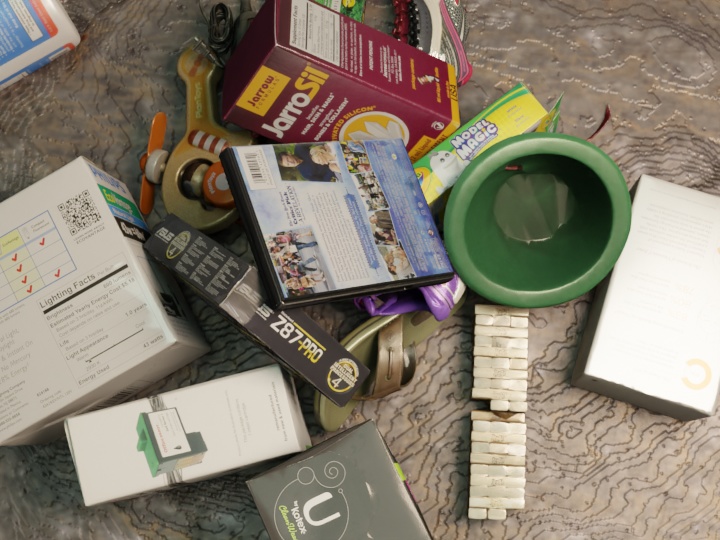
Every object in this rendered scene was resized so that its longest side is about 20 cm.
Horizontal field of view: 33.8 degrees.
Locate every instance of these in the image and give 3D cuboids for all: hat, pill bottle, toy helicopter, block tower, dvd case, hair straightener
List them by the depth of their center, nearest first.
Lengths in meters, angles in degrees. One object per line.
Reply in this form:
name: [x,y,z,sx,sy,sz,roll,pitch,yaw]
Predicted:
dvd case: [-0.016,-0.044,1.016,0.199,0.018,0.143,-8,72,-41]
block tower: [0.132,0.136,1.142,0.054,0.058,0.201,3,81,3]
hat: [0.161,-0.070,1.147,0.199,0.176,0.166,4,109,-10]
hair straightener: [-0.129,-0.227,1.188,0.077,0.041,0.201,20,51,-33]
toy helicopter: [-0.167,-0.132,1.196,0.132,0.079,0.201,-9,74,14]
pill bottle: [-0.396,-0.230,1.200,0.200,0.112,0.113,-31,80,-5]

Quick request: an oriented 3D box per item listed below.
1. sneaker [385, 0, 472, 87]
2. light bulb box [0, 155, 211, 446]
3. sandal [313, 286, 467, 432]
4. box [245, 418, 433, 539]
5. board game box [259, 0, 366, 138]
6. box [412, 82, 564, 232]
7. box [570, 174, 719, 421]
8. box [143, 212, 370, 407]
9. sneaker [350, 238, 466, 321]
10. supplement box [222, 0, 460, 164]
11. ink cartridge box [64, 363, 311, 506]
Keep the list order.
sneaker: [0.073,-0.280,1.218,0.074,0.081,0.201,7,79,-26]
light bulb box: [-0.283,0.033,1.132,0.198,0.125,0.201,-29,79,3]
sandal: [0.032,0.078,1.138,0.201,0.080,0.057,-43,55,-7]
box: [-0.008,0.227,1.055,0.124,0.200,0.149,-26,80,-3]
board game box: [-0.052,-0.231,1.233,0.104,0.023,0.201,7,80,6]
box: [0.111,-0.104,1.155,0.200,0.117,0.048,-35,76,-5]
box: [0.292,0.029,1.134,0.124,0.098,0.201,18,80,5]
box: [-0.098,0.034,1.069,0.161,0.200,0.049,42,83,-31]
sneaker: [0.000,0.000,1.115,0.199,0.081,0.084,11,63,24]
supplement box: [-0.018,-0.169,1.124,0.199,0.110,0.086,20,47,-25]
ink cartridge box: [-0.155,0.154,1.103,0.199,0.146,0.085,-15,81,0]
